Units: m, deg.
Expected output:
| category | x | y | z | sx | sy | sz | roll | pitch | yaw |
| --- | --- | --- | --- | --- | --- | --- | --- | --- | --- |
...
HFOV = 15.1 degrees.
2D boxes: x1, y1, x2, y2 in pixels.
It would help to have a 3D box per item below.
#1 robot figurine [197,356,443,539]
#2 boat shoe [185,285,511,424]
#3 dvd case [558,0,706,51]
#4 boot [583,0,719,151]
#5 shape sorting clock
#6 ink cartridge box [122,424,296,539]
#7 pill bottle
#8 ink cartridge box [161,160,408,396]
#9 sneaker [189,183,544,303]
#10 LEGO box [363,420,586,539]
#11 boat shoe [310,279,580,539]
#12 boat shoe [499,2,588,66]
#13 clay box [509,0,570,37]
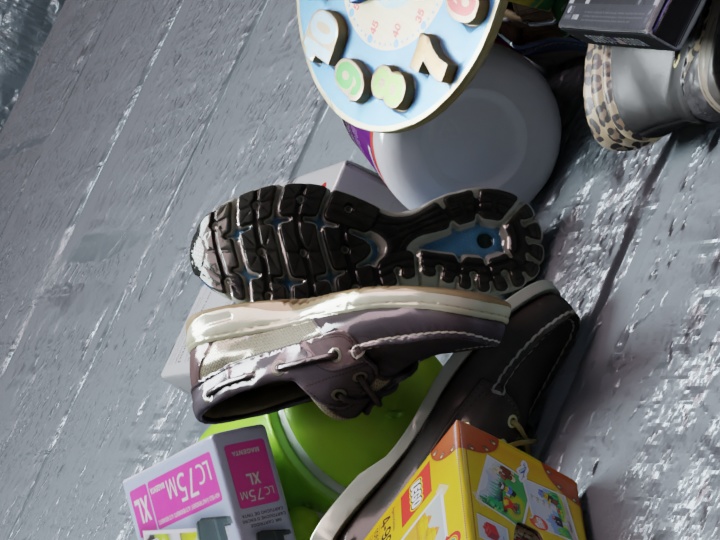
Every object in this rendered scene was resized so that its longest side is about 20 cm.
| category | x | y | z | sx | sy | sz | roll | pitch | yaw |
| --- | --- | --- | --- | --- | --- | --- | --- | --- | --- |
| robot figurine | -0.021 | 0.105 | 1.538 | 0.200 | 0.116 | 0.176 | -46 | 19 | 41 |
| boat shoe | -0.008 | 0.047 | 1.423 | 0.200 | 0.072 | 0.065 | -7 | 75 | 33 |
| dvd case | 0.173 | -0.206 | 1.373 | 0.200 | 0.025 | 0.150 | -63 | 14 | 0 |
| boot | 0.190 | -0.155 | 1.418 | 0.151 | 0.073 | 0.200 | -23 | 47 | 64 |
| shape sorting clock | 0.021 | -0.178 | 1.542 | 0.200 | 0.039 | 0.200 | -17 | 70 | 55 |
| ink cartridge box | -0.067 | 0.194 | 1.479 | 0.119 | 0.042 | 0.200 | -30 | 76 | 56 |
| pill bottle | 0.048 | -0.102 | 1.664 | 0.113 | 0.112 | 0.200 | -59 | 18 | 9 |
| ink cartridge box | -0.038 | 0.019 | 1.772 | 0.147 | 0.086 | 0.200 | -66 | 16 | -14 |
| sneaker | 0.000 | 0.000 | 1.552 | 0.090 | 0.200 | 0.078 | 129 | 141 | -69 |
| LEGO box | 0.042 | 0.193 | 1.288 | 0.149 | 0.077 | 0.200 | -54 | 19 | 24 |
| boat shoe | 0.056 | 0.097 | 1.428 | 0.061 | 0.072 | 0.201 | 35 | 84 | 31 |
| boat shoe | 0.125 | -0.168 | 1.612 | 0.200 | 0.072 | 0.072 | -22 | 42 | 64 |
| clay box | 0.097 | -0.241 | 1.561 | 0.115 | 0.048 | 0.200 | -54 | 43 | 32 |
